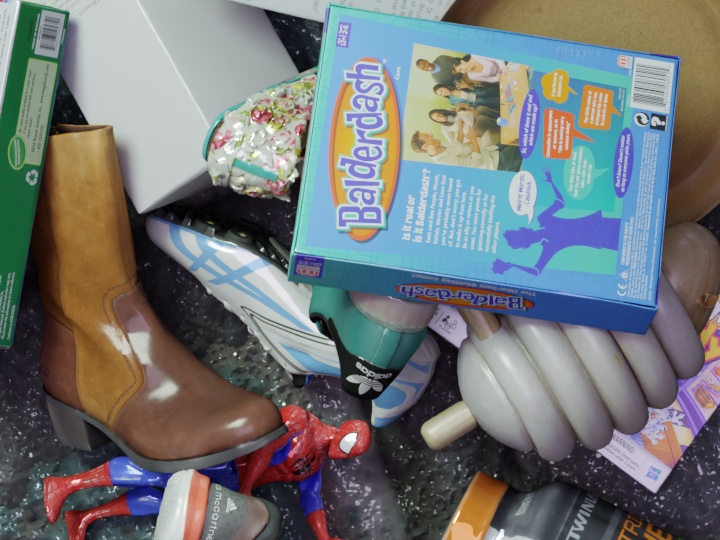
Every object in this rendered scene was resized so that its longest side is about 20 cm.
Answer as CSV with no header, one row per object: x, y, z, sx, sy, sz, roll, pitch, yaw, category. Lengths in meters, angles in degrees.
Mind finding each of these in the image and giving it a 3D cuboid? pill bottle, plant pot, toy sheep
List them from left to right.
0.118,0.038,1.610,0.199,0.138,0.138,-32,87,3,toy sheep
0.130,-0.102,1.620,0.198,0.028,0.201,1,119,1,plant pot
0.140,0.192,1.667,0.199,0.106,0.107,26,94,5,pill bottle

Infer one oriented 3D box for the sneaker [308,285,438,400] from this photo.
0.000,0.000,1.648,0.071,0.200,0.080,19,115,-12,sneaker

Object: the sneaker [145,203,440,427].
-0.049,0.024,1.706,0.199,0.072,0.073,32,102,9,sneaker

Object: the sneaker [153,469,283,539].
-0.089,0.194,1.667,0.081,0.200,0.077,12,54,-7,sneaker

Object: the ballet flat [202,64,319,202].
-0.014,-0.085,1.642,0.064,0.200,0.076,29,128,21,ballet flat

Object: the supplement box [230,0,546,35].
0.014,-0.203,1.643,0.199,0.101,0.104,12,125,-3,supplement box

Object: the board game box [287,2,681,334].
0.068,-0.056,1.551,0.199,0.045,0.153,9,68,-2,board game box

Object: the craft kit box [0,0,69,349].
-0.265,-0.070,1.691,0.197,0.048,0.201,12,93,46,craft kit box

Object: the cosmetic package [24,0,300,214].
-0.124,-0.147,1.682,0.085,0.107,0.201,-33,87,37,cosmetic package

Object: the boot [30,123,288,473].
-0.128,0.009,1.664,0.188,0.068,0.201,11,116,48,boot

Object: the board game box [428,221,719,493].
0.134,0.018,1.694,0.200,0.045,0.135,36,95,5,board game box

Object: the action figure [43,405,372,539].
-0.084,0.144,1.701,0.199,0.065,0.099,-19,50,6,action figure
